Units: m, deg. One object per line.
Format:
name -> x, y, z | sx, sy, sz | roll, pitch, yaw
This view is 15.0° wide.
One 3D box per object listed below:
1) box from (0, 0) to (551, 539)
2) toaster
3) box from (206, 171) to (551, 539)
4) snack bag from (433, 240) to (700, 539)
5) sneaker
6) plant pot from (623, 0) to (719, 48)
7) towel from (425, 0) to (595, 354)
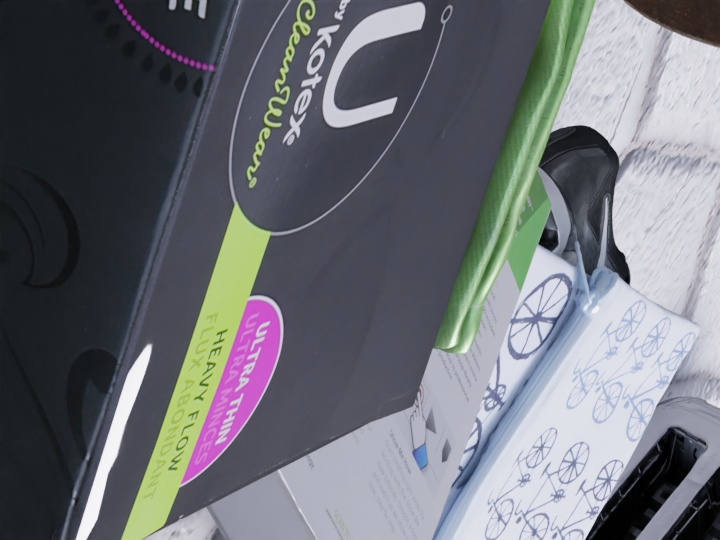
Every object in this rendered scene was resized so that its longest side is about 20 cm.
box -> -0.078, -0.064, 0.525 | 0.124, 0.200, 0.149 | -24, 139, -55
toaster -> 0.158, 0.161, 1.414 | 0.200, 0.113, 0.129 | -46, 150, -26
box -> 0.000, 0.000, 0.847 | 0.145, 0.036, 0.200 | 64, 37, -40
snack bag -> 0.047, 0.077, 1.043 | 0.189, 0.021, 0.200 | -60, 148, 1
sneaker -> 0.071, 0.023, 1.119 | 0.090, 0.066, 0.201 | -36, 145, -40
plant pot -> 0.177, -0.202, 0.966 | 0.187, 0.186, 0.201 | -37, 134, -43
towel -> -0.038, -0.088, 0.582 | 0.031, 0.200, 0.150 | -23, 137, -50
